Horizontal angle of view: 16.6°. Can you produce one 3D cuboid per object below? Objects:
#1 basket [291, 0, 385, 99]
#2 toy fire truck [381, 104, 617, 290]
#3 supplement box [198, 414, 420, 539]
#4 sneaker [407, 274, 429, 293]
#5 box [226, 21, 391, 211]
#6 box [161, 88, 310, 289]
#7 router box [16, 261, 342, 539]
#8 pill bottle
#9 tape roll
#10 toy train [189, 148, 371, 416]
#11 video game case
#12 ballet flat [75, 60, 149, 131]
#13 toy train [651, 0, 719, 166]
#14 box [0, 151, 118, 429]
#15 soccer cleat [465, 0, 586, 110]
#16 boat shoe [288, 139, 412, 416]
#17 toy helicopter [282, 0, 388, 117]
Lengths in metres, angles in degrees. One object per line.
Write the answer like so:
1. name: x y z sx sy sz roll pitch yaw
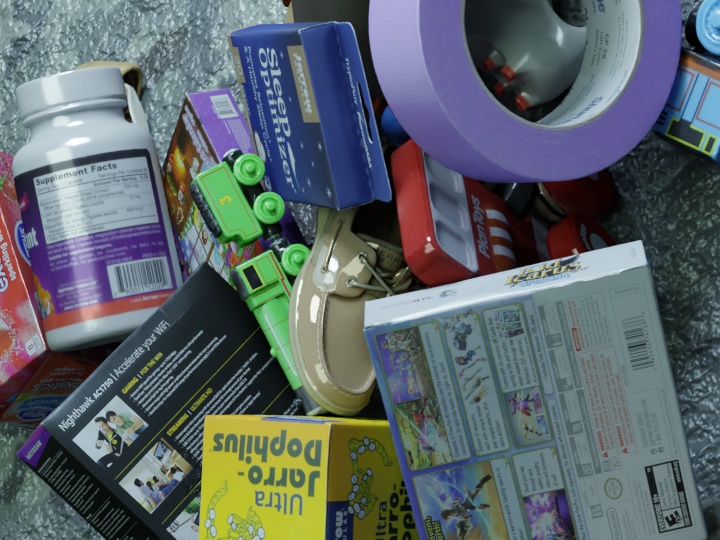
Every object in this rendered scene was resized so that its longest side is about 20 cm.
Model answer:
1. basket: 0.009 -0.228 1.662 0.180 0.135 0.201 -121 24 -59
2. toy fire truck: 0.083 -0.040 1.646 0.112 0.168 0.201 -34 39 26
3. supplement box: -0.003 0.153 1.648 0.108 0.199 0.110 0 87 37
4. sneaker: 0.048 0.024 1.718 0.201 0.067 0.108 32 98 52
5. box: -0.037 -0.105 1.657 0.200 0.032 0.122 -169 65 -69
6. box: -0.093 -0.014 1.830 0.201 0.039 0.137 63 148 31
7. router box: -0.116 0.107 1.692 0.149 0.200 0.051 44 138 0
8. pill bottle: -0.201 -0.047 1.862 0.111 0.111 0.201 -14 86 34
9. tape roll: 0.106 -0.157 1.574 0.066 0.199 0.201 3 79 60
10. toy train: -0.056 0.011 1.704 0.056 0.042 0.201 -26 86 -15
11. video game case: 0.111 0.095 1.563 0.180 0.046 0.201 -13 113 5
12. ballet flat: -0.197 -0.075 1.952 0.063 0.069 0.201 -10 73 21
13. toy train: 0.279 -0.106 1.583 0.200 0.086 0.115 29 104 39
14. box: -0.277 0.015 1.968 0.100 0.095 0.201 -36 59 26
15. soccer cleat: 0.093 -0.180 1.761 0.077 0.069 0.200 -37 44 -12
16. boat shoe: 0.000 0.000 1.671 0.064 0.071 0.201 -32 44 49
17. toy helicopter: -0.021 -0.212 1.802 0.132 0.078 0.201 54 140 43
